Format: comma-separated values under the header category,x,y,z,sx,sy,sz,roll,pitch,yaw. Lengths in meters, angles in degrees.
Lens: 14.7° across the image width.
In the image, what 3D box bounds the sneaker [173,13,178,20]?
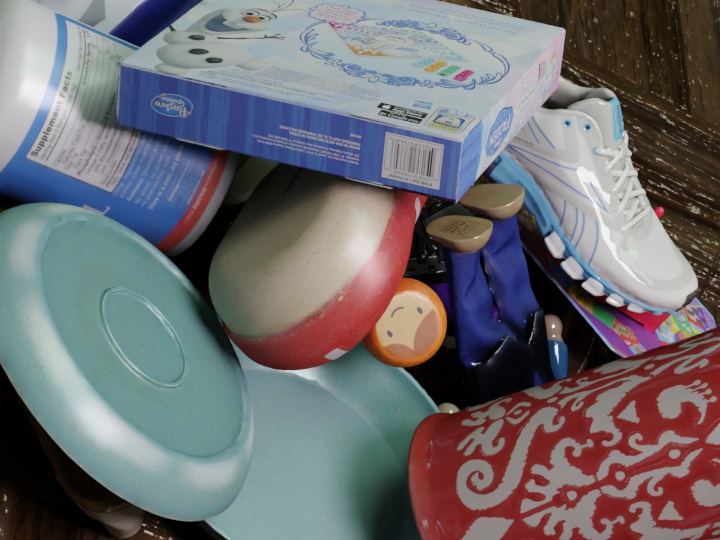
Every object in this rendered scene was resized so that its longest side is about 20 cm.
category,x,y,z,sx,sy,sz,roll,pitch,yaw
sneaker,-0.076,-0.157,1.777,0.199,0.071,0.083,29,75,-27

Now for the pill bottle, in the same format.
category,x,y,z,sx,sy,sz,roll,pitch,yaw
pill bottle,-0.177,-0.090,1.607,0.200,0.112,0.112,22,42,-25

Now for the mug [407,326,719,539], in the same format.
category,x,y,z,sx,sy,sz,roll,pitch,yaw
mug,0.149,0.100,1.567,0.134,0.200,0.178,57,29,-19

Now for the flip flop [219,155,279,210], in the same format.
category,x,y,z,sx,sy,sz,roll,pitch,yaw
flip flop,-0.040,-0.125,1.725,0.081,0.058,0.200,40,74,-28

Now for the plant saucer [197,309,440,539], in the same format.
category,x,y,z,sx,sy,sz,roll,pitch,yaw
plant saucer,-0.036,0.107,1.593,0.200,0.036,0.200,17,43,-17

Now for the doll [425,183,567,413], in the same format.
category,x,y,z,sx,sy,sz,roll,pitch,yaw
doll,0.087,0.054,1.691,0.136,0.048,0.200,-43,127,-43

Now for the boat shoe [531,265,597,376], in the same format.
category,x,y,z,sx,sy,sz,roll,pitch,yaw
boat shoe,0.151,0.007,1.847,0.070,0.070,0.200,31,39,-15

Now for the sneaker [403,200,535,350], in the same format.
category,x,y,z,sx,sy,sz,roll,pitch,yaw
sneaker,0.027,-0.010,1.723,0.200,0.100,0.070,8,50,-39

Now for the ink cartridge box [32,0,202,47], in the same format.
category,x,y,z,sx,sy,sz,roll,pitch,yaw
ink cartridge box,-0.149,-0.200,1.690,0.200,0.200,0.041,45,-5,3

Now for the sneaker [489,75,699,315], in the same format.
category,x,y,z,sx,sy,sz,roll,pitch,yaw
sneaker,0.140,-0.061,1.699,0.200,0.087,0.075,47,37,4

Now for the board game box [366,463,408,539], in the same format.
category,x,y,z,sx,sy,sz,roll,pitch,yaw
board game box,0.083,0.202,1.641,0.200,0.023,0.105,32,37,-15

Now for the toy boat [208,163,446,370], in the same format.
category,x,y,z,sx,sy,sz,roll,pitch,yaw
toy boat,0.000,0.000,1.589,0.131,0.130,0.200,52,25,-12

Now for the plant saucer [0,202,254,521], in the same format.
category,x,y,z,sx,sy,sz,roll,pitch,yaw
plant saucer,-0.123,0.041,1.497,0.200,0.027,0.200,40,27,-25

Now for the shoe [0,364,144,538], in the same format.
category,x,y,z,sx,sy,sz,roll,pitch,yaw
shoe,-0.159,0.060,1.537,0.053,0.070,0.200,67,1,-56

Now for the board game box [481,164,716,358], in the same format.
category,x,y,z,sx,sy,sz,roll,pitch,yaw
board game box,0.165,-0.018,1.780,0.200,0.039,0.158,50,27,13

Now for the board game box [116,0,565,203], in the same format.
category,x,y,z,sx,sy,sz,roll,pitch,yaw
board game box,-0.007,-0.110,1.578,0.200,0.043,0.199,14,27,16
